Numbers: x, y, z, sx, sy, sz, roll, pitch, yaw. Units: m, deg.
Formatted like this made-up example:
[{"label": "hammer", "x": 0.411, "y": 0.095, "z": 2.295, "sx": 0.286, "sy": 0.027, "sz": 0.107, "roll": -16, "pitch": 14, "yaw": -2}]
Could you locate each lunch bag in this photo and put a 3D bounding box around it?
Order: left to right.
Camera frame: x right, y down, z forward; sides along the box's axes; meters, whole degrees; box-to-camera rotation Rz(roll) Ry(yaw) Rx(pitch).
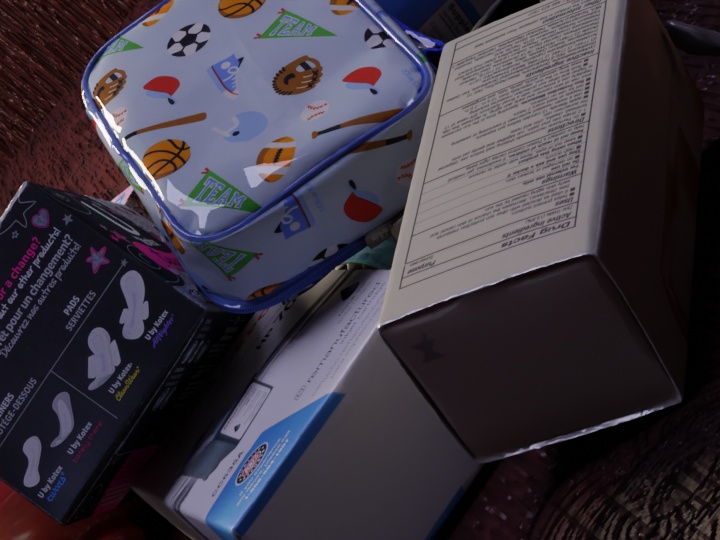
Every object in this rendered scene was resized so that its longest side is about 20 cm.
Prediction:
[{"label": "lunch bag", "x": -0.039, "y": -0.075, "z": 1.037, "sx": 0.160, "sy": 0.076, "sz": 0.200, "roll": -34, "pitch": 44, "yaw": -4}]

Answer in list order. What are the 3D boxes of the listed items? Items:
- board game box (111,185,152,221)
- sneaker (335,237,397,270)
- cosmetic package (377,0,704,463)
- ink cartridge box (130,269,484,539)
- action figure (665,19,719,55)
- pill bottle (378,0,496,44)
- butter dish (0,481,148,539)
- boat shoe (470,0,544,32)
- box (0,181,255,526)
[{"label": "board game box", "x": -0.271, "y": 0.032, "z": 1.917, "sx": 0.199, "sy": 0.041, "sz": 0.200, "roll": -32, "pitch": 25, "yaw": 49}, {"label": "sneaker", "x": 0.000, "y": 0.000, "z": 1.201, "sx": 0.096, "sy": 0.079, "sz": 0.200, "roll": -48, "pitch": 21, "yaw": -25}, {"label": "cosmetic package", "x": 0.083, "y": -0.026, "z": 0.909, "sx": 0.103, "sy": 0.087, "sz": 0.200, "roll": -18, "pitch": 34, "yaw": 27}, {"label": "ink cartridge box", "x": -0.017, "y": 0.079, "z": 1.021, "sx": 0.147, "sy": 0.086, "sz": 0.200, "roll": -55, "pitch": 17, "yaw": -11}, {"label": "action figure", "x": 0.213, "y": -0.167, "z": 0.980, "sx": 0.194, "sy": 0.105, "sz": 0.200, "roll": -54, "pitch": -11, "yaw": -35}, {"label": "pill bottle", "x": 0.014, "y": -0.139, "z": 1.181, "sx": 0.200, "sy": 0.112, "sz": 0.112, "roll": -47, "pitch": 15, "yaw": -8}, {"label": "butter dish", "x": -0.181, "y": 0.119, "z": 1.305, "sx": 0.199, "sy": 0.148, "sz": 0.200, "roll": -44, "pitch": -24, "yaw": 21}, {"label": "boat shoe", "x": 0.060, "y": -0.066, "z": 1.062, "sx": 0.072, "sy": 0.061, "sz": 0.201, "roll": -6, "pitch": 37, "yaw": 29}, {"label": "box", "x": -0.138, "y": 0.039, "z": 1.104, "sx": 0.132, "sy": 0.115, "sz": 0.200, "roll": -56, "pitch": -6, "yaw": 3}]
